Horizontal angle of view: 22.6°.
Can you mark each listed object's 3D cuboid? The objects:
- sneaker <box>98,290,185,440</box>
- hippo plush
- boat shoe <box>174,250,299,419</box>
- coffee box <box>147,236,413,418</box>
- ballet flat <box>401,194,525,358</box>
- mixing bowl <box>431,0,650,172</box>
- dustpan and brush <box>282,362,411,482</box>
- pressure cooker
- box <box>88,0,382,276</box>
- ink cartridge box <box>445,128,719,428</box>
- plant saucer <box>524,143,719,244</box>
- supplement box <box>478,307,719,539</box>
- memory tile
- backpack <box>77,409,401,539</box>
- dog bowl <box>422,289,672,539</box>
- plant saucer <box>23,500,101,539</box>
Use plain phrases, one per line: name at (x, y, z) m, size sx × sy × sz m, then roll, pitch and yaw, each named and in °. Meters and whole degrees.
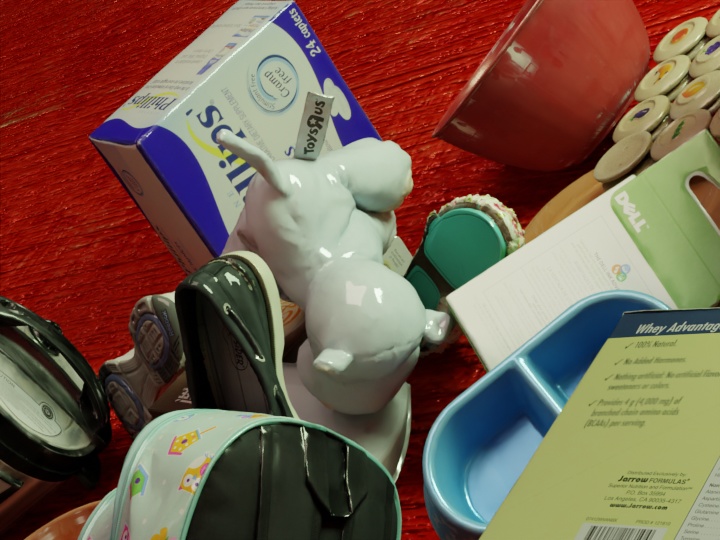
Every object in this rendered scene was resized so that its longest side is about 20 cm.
sneaker at (-0.147, 0.073, 1.422) m, size 0.087 × 0.075 × 0.200 m, roll -26°, pitch -14°, yaw -34°
hippo plush at (0.000, 0.000, 1.198) m, size 0.158 × 0.201 × 0.161 m, roll -25°, pitch 62°, yaw -27°
boat shoe at (-0.075, 0.091, 1.113) m, size 0.074 × 0.202 × 0.066 m, roll -3°, pitch 6°, yaw 34°
coffee box at (-0.045, 0.067, 1.340) m, size 0.200 × 0.080 × 0.114 m, roll -48°, pitch 26°, yaw -26°
ballet flat at (0.074, -0.006, 1.246) m, size 0.064 × 0.076 × 0.200 m, roll -29°, pitch -11°, yaw -29°
mixing bowl at (0.155, -0.152, 1.406) m, size 0.201 × 0.108 × 0.200 m, roll -52°, pitch 3°, yaw 3°
dustpan and brush at (-0.038, 0.152, 1.191) m, size 0.138 × 0.058 × 0.201 m, roll 6°, pitch 40°, yaw 0°
pressure cooker at (-0.307, 0.114, 1.438) m, size 0.199 × 0.176 × 0.180 m, roll -38°, pitch 63°, yaw 15°
box at (-0.103, -0.108, 1.597) m, size 0.200 × 0.185 × 0.105 m, roll -45°, pitch 29°, yaw -20°
ink cartridge box at (0.165, 0.013, 1.142) m, size 0.199 × 0.059 × 0.104 m, roll -33°, pitch 64°, yaw 6°
plant saucer at (0.183, -0.026, 1.260) m, size 0.199 × 0.032 × 0.201 m, roll -29°, pitch 25°, yaw 15°
supplement box at (0.188, 0.132, 0.873) m, size 0.199 × 0.135 × 0.200 m, roll -4°, pitch 39°, yaw 47°
memory tile at (0.248, -0.139, 1.278) m, size 0.153 × 0.017 × 0.201 m, roll -24°, pitch 26°, yaw 43°
backpack at (-0.073, 0.178, 1.015) m, size 0.153 × 0.175 × 0.202 m, roll 10°, pitch 79°, yaw 53°
dog bowl at (0.120, 0.090, 1.062) m, size 0.199 × 0.050 × 0.112 m, roll -39°, pitch 61°, yaw -1°
plant saucer at (-0.222, 0.248, 1.300) m, size 0.199 × 0.032 × 0.201 m, roll -29°, pitch 25°, yaw 15°
